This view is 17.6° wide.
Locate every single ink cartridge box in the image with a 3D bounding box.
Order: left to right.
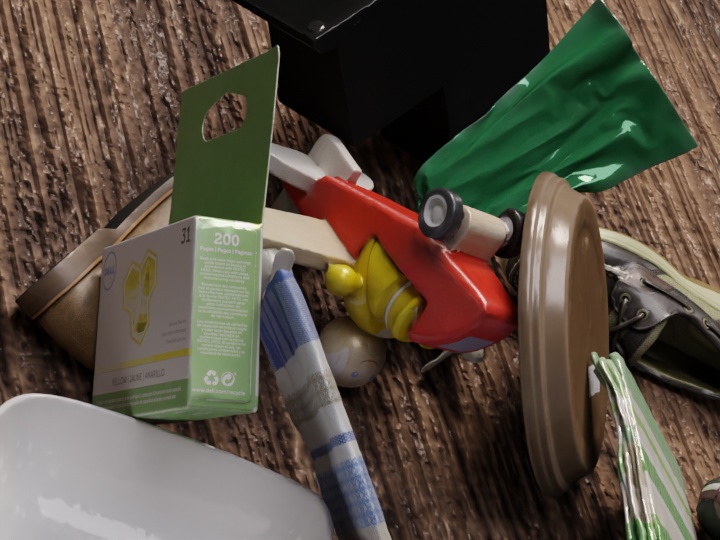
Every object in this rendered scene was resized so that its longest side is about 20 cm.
[{"bbox_3d":[-0.098,-0.017,1.289,0.048,0.145,0.201,6,81,-26],"label":"ink cartridge box"}]

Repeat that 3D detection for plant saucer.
[{"bbox_3d":[0.127,0.039,1.424,0.029,0.201,0.200,-1,41,13],"label":"plant saucer"}]

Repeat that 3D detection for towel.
[{"bbox_3d":[-0.015,0.103,1.268,0.024,0.147,0.201,-19,85,-7],"label":"towel"},{"bbox_3d":[0.182,0.163,1.394,0.153,0.023,0.201,57,19,-45],"label":"towel"}]

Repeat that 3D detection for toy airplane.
[{"bbox_3d":[0.000,0.000,1.434,0.199,0.142,0.199,20,6,1],"label":"toy airplane"}]

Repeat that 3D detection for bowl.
[{"bbox_3d":[-0.123,0.161,1.199,0.199,0.075,0.200,20,29,-2],"label":"bowl"}]

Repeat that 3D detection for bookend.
[{"bbox_3d":[0.026,-0.139,1.544,0.199,0.200,0.092,-36,48,-26],"label":"bookend"}]

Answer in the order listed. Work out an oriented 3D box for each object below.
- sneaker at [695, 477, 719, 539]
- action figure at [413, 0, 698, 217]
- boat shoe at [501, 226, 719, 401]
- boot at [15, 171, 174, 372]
[{"bbox_3d":[0.242,0.198,1.401,0.076,0.200,0.116,38,81,-23],"label":"sneaker"},{"bbox_3d":[0.108,-0.075,1.539,0.118,0.200,0.055,56,1,-3],"label":"action figure"},{"bbox_3d":[0.187,0.030,1.549,0.199,0.073,0.065,21,37,-14],"label":"boat shoe"},{"bbox_3d":[-0.122,-0.009,1.410,0.076,0.074,0.200,48,49,-5],"label":"boot"}]
